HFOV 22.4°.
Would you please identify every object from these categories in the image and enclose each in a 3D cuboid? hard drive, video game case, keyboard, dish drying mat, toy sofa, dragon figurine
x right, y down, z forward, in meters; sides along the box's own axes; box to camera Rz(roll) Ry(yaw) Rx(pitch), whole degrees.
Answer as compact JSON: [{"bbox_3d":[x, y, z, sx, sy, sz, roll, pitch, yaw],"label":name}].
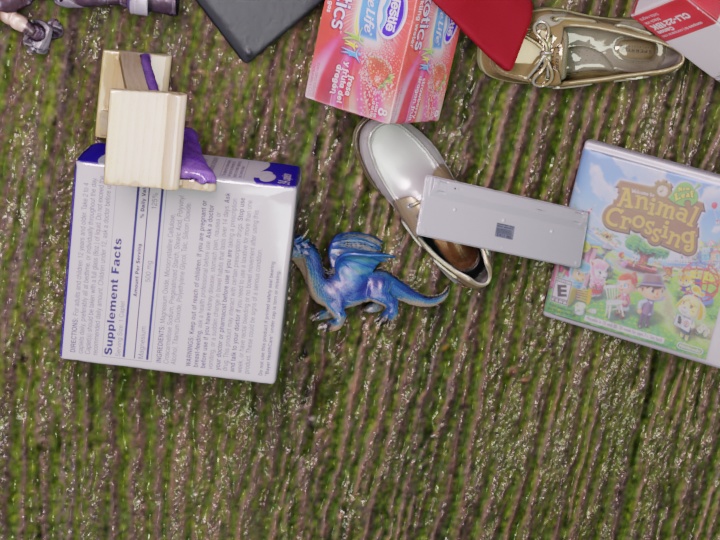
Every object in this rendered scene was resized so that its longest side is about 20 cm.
[{"bbox_3d":[-0.109,-0.306,1.625,0.139,0.033,0.201,-39,113,-2],"label":"hard drive"},{"bbox_3d":[0.295,-0.015,1.787,0.198,0.022,0.184,17,104,15],"label":"video game case"},{"bbox_3d":[0.138,-0.045,1.736,0.198,0.011,0.057,11,94,-32],"label":"keyboard"},{"bbox_3d":[0.102,-0.250,1.620,0.200,0.018,0.077,33,78,-56],"label":"dish drying mat"},{"bbox_3d":[-0.176,-0.132,1.570,0.096,0.200,0.084,4,106,-11],"label":"toy sofa"},{"bbox_3d":[0.000,0.000,1.740,0.198,0.059,0.101,-4,109,-14],"label":"dragon figurine"}]

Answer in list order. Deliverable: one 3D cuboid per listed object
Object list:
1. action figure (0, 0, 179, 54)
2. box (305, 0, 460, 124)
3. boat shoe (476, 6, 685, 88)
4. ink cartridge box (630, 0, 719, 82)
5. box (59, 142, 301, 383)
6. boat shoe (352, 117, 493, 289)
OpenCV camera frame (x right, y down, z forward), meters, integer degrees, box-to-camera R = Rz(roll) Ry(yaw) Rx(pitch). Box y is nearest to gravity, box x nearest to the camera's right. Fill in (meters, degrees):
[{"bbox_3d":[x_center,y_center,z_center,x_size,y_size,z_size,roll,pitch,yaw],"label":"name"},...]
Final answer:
[{"bbox_3d":[-0.258,-0.252,1.580,0.197,0.070,0.132,1,114,-1],"label":"action figure"},{"bbox_3d":[0.033,-0.240,1.634,0.102,0.094,0.202,-10,117,-60],"label":"box"},{"bbox_3d":[0.210,-0.209,1.734,0.198,0.063,0.074,1,107,-17],"label":"boat shoe"},{"bbox_3d":[0.373,-0.257,1.729,0.199,0.084,0.145,31,68,-22],"label":"ink cartridge box"},{"bbox_3d":[-0.161,-0.009,1.640,0.197,0.105,0.186,7,105,-2],"label":"box"},{"bbox_3d":[0.068,-0.067,1.734,0.075,0.068,0.200,-40,113,-1],"label":"boat shoe"}]
